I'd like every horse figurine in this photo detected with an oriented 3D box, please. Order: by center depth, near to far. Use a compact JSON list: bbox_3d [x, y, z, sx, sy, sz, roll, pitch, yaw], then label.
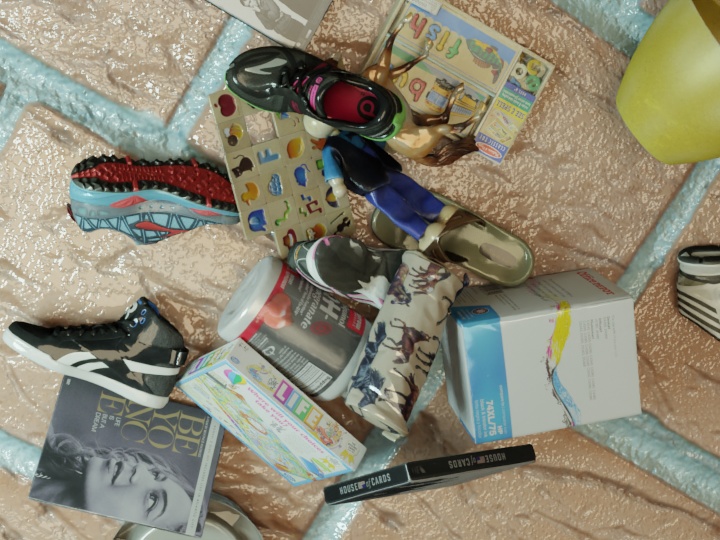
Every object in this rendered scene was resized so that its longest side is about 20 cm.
[{"bbox_3d":[0.051,-0.185,1.253,0.133,0.050,0.200,-41,105,2],"label":"horse figurine"}]

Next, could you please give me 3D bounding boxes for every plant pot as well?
[{"bbox_3d":[0.375,-0.201,1.268,0.200,0.200,0.142,41,122,-15],"label":"plant pot"}]

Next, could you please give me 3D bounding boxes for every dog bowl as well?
[{"bbox_3d":[-0.210,0.355,1.366,0.200,0.059,0.201,-2,103,-8],"label":"dog bowl"}]

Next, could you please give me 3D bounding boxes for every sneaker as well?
[{"bbox_3d":[-0.048,-0.194,1.190,0.200,0.084,0.077,15,90,8],"label":"sneaker"},{"bbox_3d":[-0.228,-0.073,1.264,0.200,0.079,0.096,7,133,-19],"label":"sneaker"},{"bbox_3d":[-0.293,0.070,1.285,0.200,0.073,0.112,25,93,-18],"label":"sneaker"},{"bbox_3d":[0.000,0.000,1.295,0.200,0.086,0.080,28,79,-41],"label":"sneaker"},{"bbox_3d":[0.486,0.029,1.394,0.200,0.076,0.116,-1,112,0],"label":"sneaker"}]

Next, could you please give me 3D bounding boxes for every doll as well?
[{"bbox_3d":[0.016,-0.112,1.257,0.200,0.136,0.048,41,133,-1],"label":"doll"}]

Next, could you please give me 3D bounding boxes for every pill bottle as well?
[{"bbox_3d":[-0.054,0.080,1.296,0.200,0.111,0.111,35,96,-15],"label":"pill bottle"}]

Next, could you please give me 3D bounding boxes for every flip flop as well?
[{"bbox_3d":[0.110,-0.036,1.312,0.200,0.058,0.081,24,98,-1],"label":"flip flop"}]

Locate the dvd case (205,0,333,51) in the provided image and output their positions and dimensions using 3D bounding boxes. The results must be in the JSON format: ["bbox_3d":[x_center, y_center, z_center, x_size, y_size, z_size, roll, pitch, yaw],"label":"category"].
[{"bbox_3d":[-0.114,-0.349,1.228,0.200,0.025,0.150,29,98,-13],"label":"dvd case"}]

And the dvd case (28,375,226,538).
[{"bbox_3d":[-0.264,0.215,1.304,0.200,0.016,0.149,16,65,-12],"label":"dvd case"}]

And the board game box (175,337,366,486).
[{"bbox_3d":[-0.106,0.168,1.302,0.200,0.134,0.034,43,54,-16],"label":"board game box"}]

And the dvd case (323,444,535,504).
[{"bbox_3d":[0.081,0.234,1.294,0.200,0.150,0.025,-1,72,-40],"label":"dvd case"}]

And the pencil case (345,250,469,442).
[{"bbox_3d":[0.050,0.083,1.242,0.089,0.078,0.200,33,74,-41],"label":"pencil case"}]

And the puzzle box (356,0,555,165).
[{"bbox_3d":[0.107,-0.224,1.291,0.200,0.025,0.133,26,99,-14],"label":"puzzle box"}]

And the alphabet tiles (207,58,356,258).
[{"bbox_3d":[-0.070,-0.122,1.271,0.167,0.008,0.200,-20,107,-24],"label":"alphabet tiles"}]

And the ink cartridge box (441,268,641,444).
[{"bbox_3d":[0.206,0.095,1.319,0.200,0.147,0.146,-9,104,-6],"label":"ink cartridge box"}]
